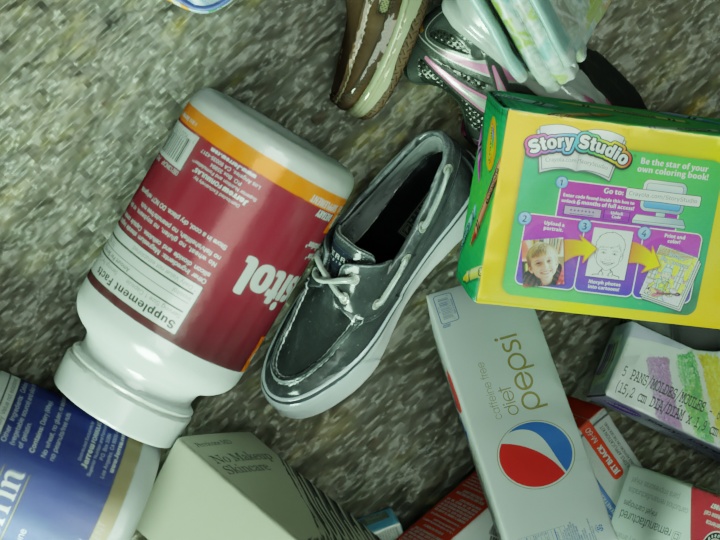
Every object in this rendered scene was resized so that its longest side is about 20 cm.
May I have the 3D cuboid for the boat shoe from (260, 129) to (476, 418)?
[{"bbox_3d":[0.000,0.000,1.271,0.200,0.072,0.068,-50,145,1],"label":"boat shoe"}]

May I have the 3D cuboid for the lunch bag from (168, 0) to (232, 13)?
[{"bbox_3d":[-0.123,-0.255,1.215,0.200,0.076,0.160,40,95,-14],"label":"lunch bag"}]

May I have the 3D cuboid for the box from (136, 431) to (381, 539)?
[{"bbox_3d":[-0.035,0.179,1.231,0.200,0.082,0.068,36,108,27],"label":"box"}]

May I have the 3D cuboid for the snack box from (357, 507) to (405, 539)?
[{"bbox_3d":[0.000,0.268,1.351,0.116,0.037,0.200,-19,103,-6],"label":"snack box"}]

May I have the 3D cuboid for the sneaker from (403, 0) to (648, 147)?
[{"bbox_3d":[0.107,-0.102,1.288,0.200,0.080,0.086,41,121,-19],"label":"sneaker"}]

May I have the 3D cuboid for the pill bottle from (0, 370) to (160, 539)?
[{"bbox_3d":[-0.232,0.116,1.247,0.200,0.116,0.116,23,97,-9],"label":"pill bottle"}]

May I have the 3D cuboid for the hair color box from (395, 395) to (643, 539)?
[{"bbox_3d":[0.099,0.186,1.315,0.200,0.064,0.111,-39,106,-12],"label":"hair color box"}]

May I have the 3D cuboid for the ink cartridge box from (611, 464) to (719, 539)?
[{"bbox_3d":[0.223,0.243,1.260,0.145,0.145,0.200,20,88,-28],"label":"ink cartridge box"}]

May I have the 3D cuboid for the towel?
[{"bbox_3d":[0.089,-0.224,1.202,0.048,0.171,0.200,-14,119,32],"label":"towel"}]

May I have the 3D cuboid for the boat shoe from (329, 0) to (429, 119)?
[{"bbox_3d":[0.007,-0.195,1.248,0.075,0.075,0.203,18,86,-12],"label":"boat shoe"}]

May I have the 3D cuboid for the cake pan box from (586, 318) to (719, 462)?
[{"bbox_3d":[0.262,0.034,1.312,0.200,0.052,0.184,26,80,-6],"label":"cake pan box"}]

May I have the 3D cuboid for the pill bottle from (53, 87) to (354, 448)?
[{"bbox_3d":[-0.099,0.001,1.247,0.113,0.113,0.200,30,96,-13],"label":"pill bottle"}]

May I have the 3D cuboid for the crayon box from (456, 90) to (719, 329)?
[{"bbox_3d":[0.167,-0.034,1.229,0.200,0.058,0.119,7,105,-9],"label":"crayon box"}]

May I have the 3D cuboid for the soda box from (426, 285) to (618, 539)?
[{"bbox_3d":[0.098,0.102,1.256,0.064,0.200,0.068,-15,146,-1],"label":"soda box"}]
